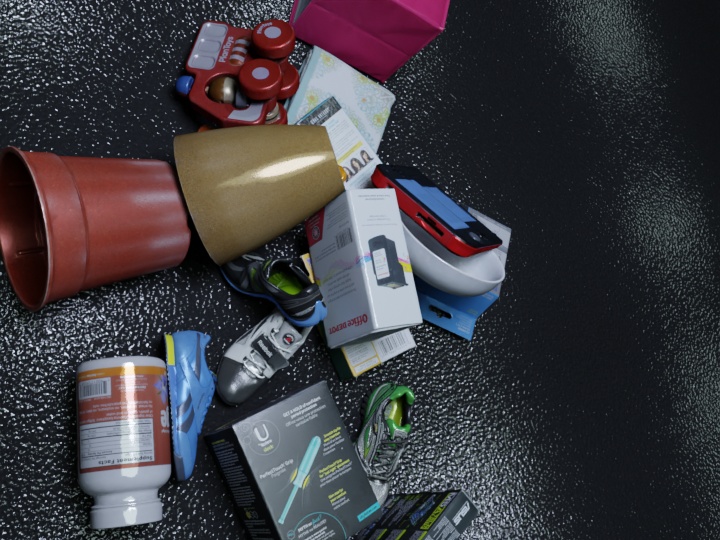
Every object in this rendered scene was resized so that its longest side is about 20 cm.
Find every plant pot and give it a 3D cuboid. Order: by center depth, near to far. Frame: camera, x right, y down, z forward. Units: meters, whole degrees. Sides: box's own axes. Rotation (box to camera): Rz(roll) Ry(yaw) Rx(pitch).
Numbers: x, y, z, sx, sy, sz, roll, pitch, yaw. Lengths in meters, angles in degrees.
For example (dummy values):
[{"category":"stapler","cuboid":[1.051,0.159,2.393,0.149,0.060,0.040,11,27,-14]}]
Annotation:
[{"category":"plant pot","cuboid":[-0.338,-0.063,0.985,0.195,0.201,0.201,-11,80,-39]},{"category":"plant pot","cuboid":[-0.129,-0.126,1.059,0.200,0.186,0.187,-18,83,-1]}]

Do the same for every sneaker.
[{"category":"sneaker","cuboid":[-0.226,0.179,1.034,0.078,0.066,0.200,1,74,-26]},{"category":"sneaker","cuboid":[-0.125,0.006,1.093,0.199,0.083,0.071,29,48,32]},{"category":"sneaker","cuboid":[-0.130,0.106,1.099,0.074,0.088,0.200,45,61,-12]},{"category":"sneaker","cuboid":[0.029,0.260,1.140,0.078,0.085,0.200,21,67,-22]}]

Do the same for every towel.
[{"category":"towel","cuboid":[-0.042,-0.258,1.282,0.171,0.048,0.200,29,63,-22]}]

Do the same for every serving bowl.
[{"category":"serving bowl","cuboid":[0.119,-0.025,1.162,0.200,0.066,0.200,27,26,-15]}]

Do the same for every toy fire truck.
[{"category":"toy fire truck","cuboid":[-0.188,-0.296,1.170,0.168,0.112,0.200,9,60,6]}]

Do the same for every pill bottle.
[{"category":"pill bottle","cuboid":[-0.296,0.214,0.959,0.112,0.112,0.200,1,75,-28]}]

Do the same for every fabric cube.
[{"category":"fabric cube","cuboid":[0.021,-0.478,1.293,0.199,0.200,0.197,22,65,-24]}]

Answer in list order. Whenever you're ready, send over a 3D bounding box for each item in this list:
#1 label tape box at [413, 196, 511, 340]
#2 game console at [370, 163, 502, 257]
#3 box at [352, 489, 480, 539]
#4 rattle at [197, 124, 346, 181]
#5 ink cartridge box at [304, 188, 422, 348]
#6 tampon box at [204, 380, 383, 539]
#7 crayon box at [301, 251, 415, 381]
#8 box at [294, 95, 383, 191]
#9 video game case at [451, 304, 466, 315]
[{"category":"label tape box","cuboid":[0.166,-0.005,1.286,0.144,0.063,0.200,25,64,-20]},{"category":"game console","cuboid":[0.119,-0.097,1.178,0.200,0.031,0.177,43,26,17]},{"category":"box","cuboid":[0.043,0.385,1.045,0.200,0.193,0.048,-41,97,-32]},{"category":"rattle","cuboid":[-0.144,-0.162,1.145,0.200,0.143,0.130,44,74,-17]},{"category":"ink cartridge box","cuboid":[0.000,0.000,1.106,0.083,0.146,0.200,-5,78,-32]},{"category":"tampon box","cuboid":[-0.093,0.276,1.043,0.150,0.126,0.200,-22,85,-32]},{"category":"crayon box","cuboid":[-0.012,0.054,1.199,0.126,0.052,0.200,-22,87,-32]},{"category":"box","cuboid":[-0.021,-0.168,1.213,0.082,0.049,0.200,-43,105,-23]},{"category":"video game case","cuboid":[0.126,-0.033,1.321,0.200,0.019,0.143,35,61,-14]}]
